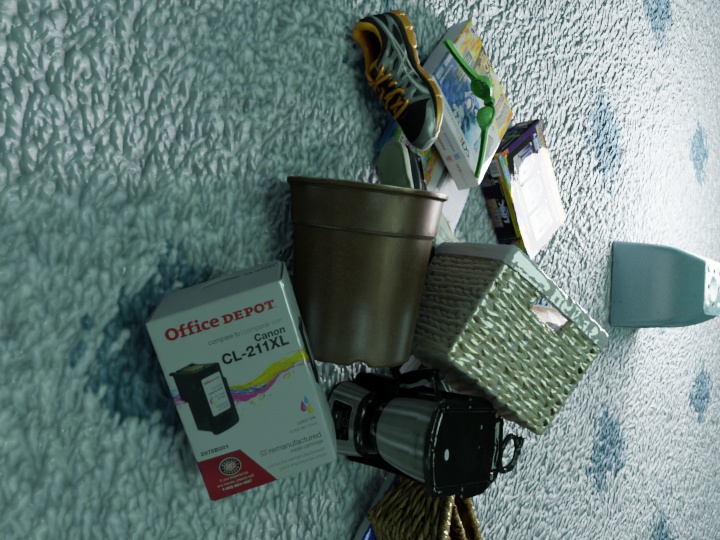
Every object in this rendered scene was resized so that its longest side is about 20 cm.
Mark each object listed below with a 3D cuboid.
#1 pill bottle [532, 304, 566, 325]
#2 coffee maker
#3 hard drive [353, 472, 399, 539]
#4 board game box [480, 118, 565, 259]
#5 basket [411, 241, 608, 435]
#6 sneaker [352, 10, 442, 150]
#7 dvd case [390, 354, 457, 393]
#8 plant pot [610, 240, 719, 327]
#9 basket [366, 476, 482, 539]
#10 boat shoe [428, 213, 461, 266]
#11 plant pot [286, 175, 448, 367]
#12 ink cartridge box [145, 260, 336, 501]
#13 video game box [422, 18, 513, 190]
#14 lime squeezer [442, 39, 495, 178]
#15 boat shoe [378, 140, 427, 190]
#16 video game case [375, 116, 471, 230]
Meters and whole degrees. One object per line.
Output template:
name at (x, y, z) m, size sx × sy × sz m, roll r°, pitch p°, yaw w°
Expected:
pill bottle at (0.271, 0.114, 1.041) m, size 0.196 × 0.112 × 0.118 m, roll 8°, pitch 85°, yaw -43°
coffee maker at (0.074, 0.215, 0.792) m, size 0.191 × 0.197 × 0.137 m, roll 41°, pitch 66°, yaw -35°
hard drive at (0.069, 0.352, 0.892) m, size 0.132 × 0.025 × 0.203 m, roll 46°, pitch 67°, yaw -34°
board game box at (0.292, -0.144, 1.099) m, size 0.165 × 0.056 × 0.205 m, roll -39°, pitch 116°, yaw -39°
basket at (0.175, 0.084, 0.810) m, size 0.197 × 0.199 × 0.163 m, roll 39°, pitch 79°, yaw -18°
sneaker at (0.047, -0.255, 0.824) m, size 0.076 × 0.078 × 0.205 m, roll -12°, pitch 75°, yaw -33°
dvd case at (0.131, 0.188, 0.967) m, size 0.150 × 0.024 × 0.204 m, roll -41°, pitch 117°, yaw -35°
plant pot at (0.720, 0.039, 1.418) m, size 0.192 × 0.197 × 0.203 m, roll 7°, pitch 86°, yaw -44°
basket at (0.124, 0.383, 0.829) m, size 0.141 × 0.147 × 0.205 m, roll -33°, pitch 115°, yaw -31°
boat shoe at (0.121, -0.021, 0.927) m, size 0.069 × 0.070 × 0.201 m, roll -46°, pitch 107°, yaw -20°
plant pot at (0.000, 0.000, 0.734) m, size 0.197 × 0.197 × 0.205 m, roll 1°, pitch 97°, yaw -43°
ink cartridge box at (-0.119, 0.112, 0.638) m, size 0.142 × 0.083 × 0.206 m, roll -17°, pitch 105°, yaw -2°
video game box at (0.165, -0.264, 0.965) m, size 0.184 × 0.046 × 0.202 m, roll 56°, pitch 48°, yaw -30°
lime squeezer at (0.178, -0.248, 0.916) m, size 0.070 × 0.037 × 0.206 m, roll -24°, pitch 103°, yaw -47°
boat shoe at (0.069, -0.076, 0.847) m, size 0.065 × 0.074 × 0.206 m, roll 5°, pitch 70°, yaw -44°
video game case at (0.111, -0.173, 0.949) m, size 0.200 × 0.018 × 0.146 m, roll 44°, pitch 62°, yaw -35°
